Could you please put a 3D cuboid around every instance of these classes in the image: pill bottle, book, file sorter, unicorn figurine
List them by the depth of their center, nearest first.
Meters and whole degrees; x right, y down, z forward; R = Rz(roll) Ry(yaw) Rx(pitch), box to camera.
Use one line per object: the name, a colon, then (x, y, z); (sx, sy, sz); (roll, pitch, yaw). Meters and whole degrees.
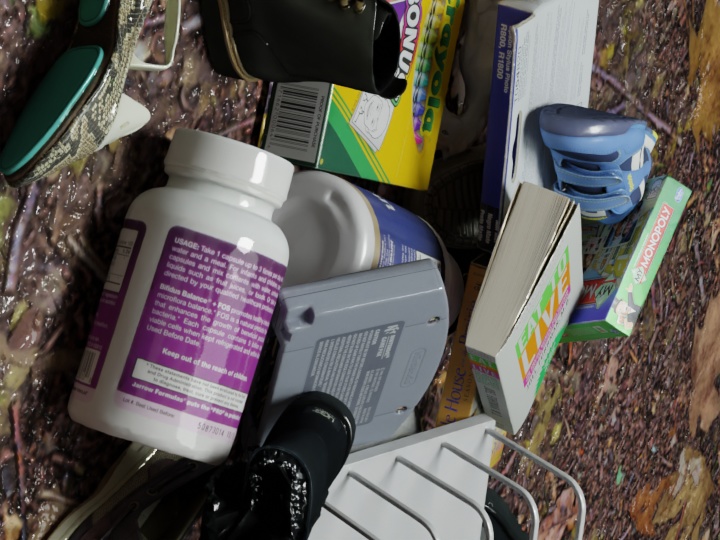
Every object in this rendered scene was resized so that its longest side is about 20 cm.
pill bottle: (-0.110, 0.015, 1.321); (0.112, 0.112, 0.202); (24, 82, -60)
file sorter: (0.051, 0.213, 1.504); (0.199, 0.124, 0.140); (-13, 118, -37)
pill bottle: (0.000, 0.000, 1.505); (0.200, 0.110, 0.112); (22, 83, -61)
book: (0.123, 0.034, 1.547); (0.200, 0.048, 0.134); (67, 47, -69)
unicorn figurine: (0.095, -0.181, 1.621); (0.200, 0.073, 0.138); (-55, 156, -44)

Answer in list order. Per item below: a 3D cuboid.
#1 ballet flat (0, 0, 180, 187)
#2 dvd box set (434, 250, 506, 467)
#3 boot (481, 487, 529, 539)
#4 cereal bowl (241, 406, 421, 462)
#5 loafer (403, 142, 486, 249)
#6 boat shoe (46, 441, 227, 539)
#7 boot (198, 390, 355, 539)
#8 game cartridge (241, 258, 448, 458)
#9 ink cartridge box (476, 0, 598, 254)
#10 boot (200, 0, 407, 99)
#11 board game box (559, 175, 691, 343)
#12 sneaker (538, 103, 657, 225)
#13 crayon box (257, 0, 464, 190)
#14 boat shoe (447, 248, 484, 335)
ballet flat: (-0.148, -0.131, 1.228); (0.075, 0.068, 0.201); (27, 75, -34)
dvd box set: (0.101, 0.076, 1.639); (0.146, 0.029, 0.202); (-31, 135, -65)
boot: (0.102, 0.309, 1.832); (0.200, 0.076, 0.169); (55, 51, -45)
cereal bowl: (-0.009, 0.160, 1.589); (0.200, 0.083, 0.202); (-30, 127, -51)
loafer: (0.095, -0.065, 1.684); (0.199, 0.068, 0.076); (-16, 107, -49)
boat shoe: (-0.159, 0.187, 1.358); (0.200, 0.064, 0.072); (-54, 144, -34)
boot: (-0.076, 0.183, 1.352); (0.201, 0.076, 0.168); (-62, 175, 16)
game cartridge: (-0.008, 0.064, 1.432); (0.132, 0.041, 0.201); (-8, 147, -18)
ink cartridge box: (0.129, -0.118, 1.575); (0.200, 0.040, 0.201); (-37, 135, -60)
boot: (-0.041, -0.207, 1.318); (0.078, 0.137, 0.201); (-51, 141, -35)
board game box: (0.189, -0.004, 1.707); (0.029, 0.200, 0.135); (31, 73, -19)
sneaker: (0.184, -0.082, 1.581); (0.200, 0.073, 0.083); (14, 91, -68)
crayon box: (0.009, -0.168, 1.498); (0.172, 0.058, 0.202); (6, 96, -60)
boat shoe: (0.094, 0.010, 1.715); (0.200, 0.070, 0.071); (-34, 134, -51)
